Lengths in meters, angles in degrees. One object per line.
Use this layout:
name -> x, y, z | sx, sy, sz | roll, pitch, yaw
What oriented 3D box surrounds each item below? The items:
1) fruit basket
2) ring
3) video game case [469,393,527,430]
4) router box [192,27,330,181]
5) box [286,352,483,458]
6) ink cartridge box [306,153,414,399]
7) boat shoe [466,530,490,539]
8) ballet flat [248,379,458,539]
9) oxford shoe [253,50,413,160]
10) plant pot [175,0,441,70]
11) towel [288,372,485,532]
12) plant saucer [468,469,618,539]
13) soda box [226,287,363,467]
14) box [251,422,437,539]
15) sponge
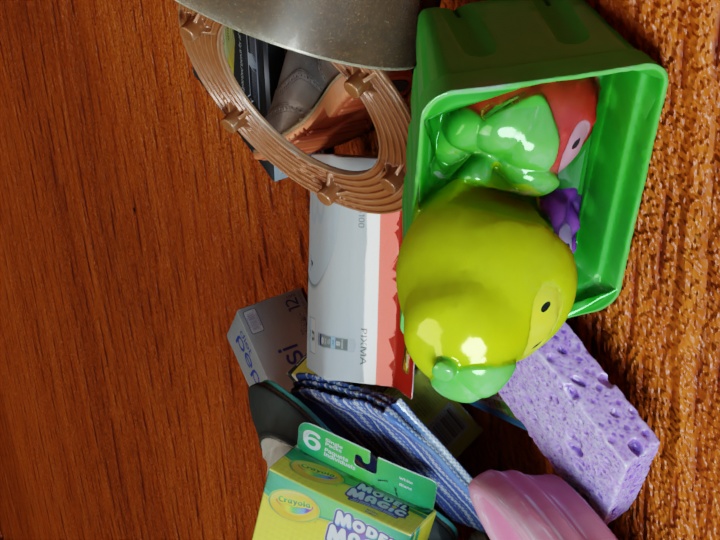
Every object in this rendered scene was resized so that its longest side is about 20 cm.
fruit basket -> 0.084, -0.023, 1.035 | 0.216, 0.155, 0.216 | 171, 90, -80
ring -> -0.042, -0.107, 1.217 | 0.200, 0.019, 0.201 | 34, 155, 18
video game case -> 0.084, 0.007, 1.273 | 0.143, 0.018, 0.200 | 20, 127, 64
router box -> -0.081, -0.194, 1.459 | 0.157, 0.052, 0.200 | 53, 154, 40
box -> 0.015, 0.099, 1.457 | 0.075, 0.050, 0.200 | 50, 165, -19
ink cartridge box -> 0.000, 0.000, 1.325 | 0.200, 0.047, 0.160 | -160, 72, -79
boat shoe -> 0.081, 0.233, 1.353 | 0.072, 0.065, 0.200 | 59, -179, -1
ballet flat -> -0.021, 0.159, 1.396 | 0.200, 0.068, 0.068 | 36, 153, 18
oxford shoe -> -0.026, -0.132, 1.354 | 0.200, 0.071, 0.073 | -31, 74, 57
plant pot -> -0.014, -0.241, 1.060 | 0.187, 0.187, 0.200 | 47, 122, 48
towel -> 0.028, 0.135, 1.372 | 0.145, 0.024, 0.200 | 48, 166, -16
plant saucer -> 0.143, 0.203, 1.194 | 0.201, 0.051, 0.201 | 56, 172, 12
soda box -> -0.046, 0.122, 1.649 | 0.200, 0.063, 0.068 | 65, 160, 14
box -> -0.021, 0.213, 1.351 | 0.117, 0.048, 0.200 | 23, 116, 18
sponge -> 0.105, 0.056, 1.175 | 0.200, 0.030, 0.112 | 53, 163, 20
